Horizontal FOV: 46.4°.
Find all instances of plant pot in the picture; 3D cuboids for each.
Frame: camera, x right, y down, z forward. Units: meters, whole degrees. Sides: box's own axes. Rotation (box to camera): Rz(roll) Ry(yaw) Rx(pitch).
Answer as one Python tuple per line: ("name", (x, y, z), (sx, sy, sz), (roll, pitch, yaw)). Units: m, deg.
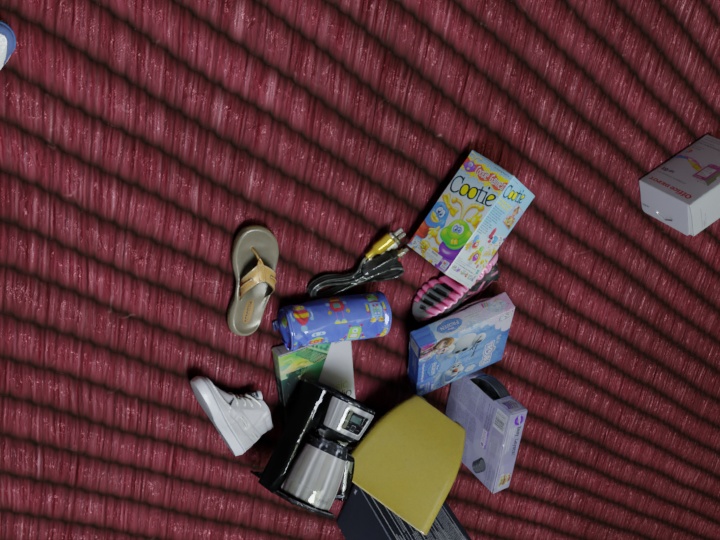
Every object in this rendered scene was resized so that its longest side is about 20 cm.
("plant pot", (0.095, 0.348, 1.578), (0.201, 0.194, 0.196), (-55, 171, -8))

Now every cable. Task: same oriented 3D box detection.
("cable", (0.000, 0.000, 1.472), (0.199, 0.051, 0.097), (-26, 144, -2))

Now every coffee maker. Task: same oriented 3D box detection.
("coffee maker", (-0.090, 0.295, 1.455), (0.201, 0.191, 0.135), (-66, 150, -10))

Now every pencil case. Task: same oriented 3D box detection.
("pencil case", (-0.046, 0.089, 1.443), (0.198, 0.078, 0.087), (-8, 130, -23))

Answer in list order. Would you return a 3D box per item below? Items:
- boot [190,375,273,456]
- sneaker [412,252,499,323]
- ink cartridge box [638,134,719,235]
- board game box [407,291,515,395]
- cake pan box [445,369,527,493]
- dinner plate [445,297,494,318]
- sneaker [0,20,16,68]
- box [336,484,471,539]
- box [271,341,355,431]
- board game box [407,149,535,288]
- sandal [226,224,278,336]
("boot", (-0.215, 0.228, 1.439), (0.095, 0.073, 0.201), (-36, 137, -17))
("sneaker", (0.187, 0.040, 1.581), (0.199, 0.079, 0.096), (-38, 140, -7))
("ink cartridge box", (0.694, -0.176, 1.720), (0.199, 0.144, 0.085), (-34, 128, -12))
("board game box", (0.187, 0.144, 1.592), (0.198, 0.044, 0.201), (-23, 148, -14))
("cake pan box", (0.242, 0.308, 1.683), (0.052, 0.184, 0.202), (-10, 119, -31))
("dinner plate", (0.203, 0.112, 1.623), (0.199, 0.024, 0.201), (-21, 146, -15))
("sneaker", (-0.496, -0.229, 0.997), (0.199, 0.088, 0.076), (-35, 126, -12))
("box", (0.088, 0.533, 1.696), (0.197, 0.200, 0.124), (9, 117, -34))
("box", (-0.080, 0.206, 1.523), (0.143, 0.036, 0.202), (-18, 122, -22))
("board game box", (0.194, -0.088, 1.475), (0.201, 0.103, 0.105), (-55, 145, 6))
("sandal", (-0.170, 0.023, 1.356), (0.080, 0.054, 0.202), (-2, 116, -31))
